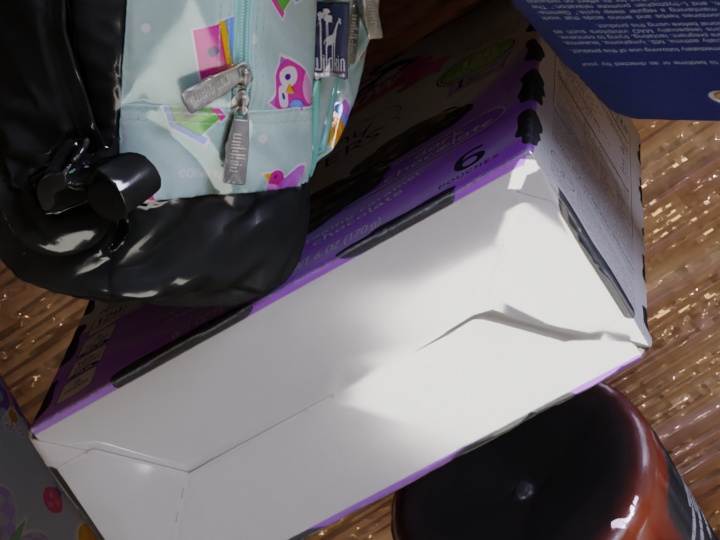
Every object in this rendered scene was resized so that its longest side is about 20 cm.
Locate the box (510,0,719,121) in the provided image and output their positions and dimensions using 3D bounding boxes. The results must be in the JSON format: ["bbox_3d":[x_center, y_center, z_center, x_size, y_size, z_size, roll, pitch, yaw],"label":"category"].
[{"bbox_3d":[0.080,-0.098,0.737,0.121,0.033,0.200,2,155,34],"label":"box"}]

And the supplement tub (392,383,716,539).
[{"bbox_3d":[0.095,0.135,1.091,0.107,0.107,0.200,-26,135,8],"label":"supplement tub"}]

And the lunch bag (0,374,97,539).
[{"bbox_3d":[-0.204,0.094,0.898,0.199,0.127,0.170,-27,94,27],"label":"lunch bag"}]

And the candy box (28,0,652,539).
[{"bbox_3d":[0.000,0.000,0.864,0.167,0.200,0.072,-29,105,14],"label":"candy box"}]

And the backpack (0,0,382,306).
[{"bbox_3d":[-0.063,-0.102,0.776,0.126,0.167,0.201,0,102,-40],"label":"backpack"}]
